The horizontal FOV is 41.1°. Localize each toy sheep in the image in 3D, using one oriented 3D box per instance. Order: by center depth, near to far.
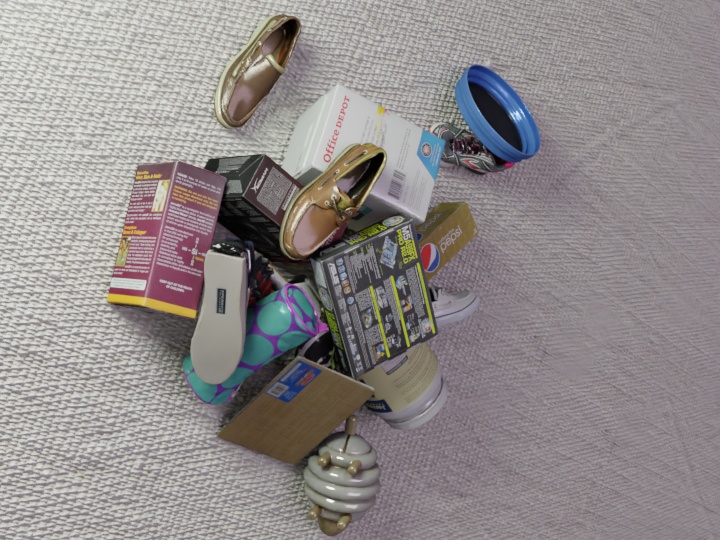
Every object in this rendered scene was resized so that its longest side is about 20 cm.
[{"bbox_3d":[-0.029,0.327,1.526,0.138,0.138,0.201,5,104,-41],"label":"toy sheep"}]

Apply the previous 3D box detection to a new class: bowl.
[{"bbox_3d":[0.249,-0.284,1.755,0.200,0.039,0.201,30,41,-30],"label":"bowl"}]

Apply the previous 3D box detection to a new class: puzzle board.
[{"bbox_3d":[-0.097,0.211,1.443,0.150,0.200,0.017,28,30,-33],"label":"puzzle board"}]

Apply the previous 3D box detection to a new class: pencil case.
[{"bbox_3d":[-0.152,0.106,1.364,0.200,0.085,0.092,-35,111,15],"label":"pencil case"}]

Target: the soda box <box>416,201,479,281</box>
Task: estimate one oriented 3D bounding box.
[{"bbox_3d":[0.120,-0.042,1.690,0.200,0.064,0.068,-42,117,-33],"label":"soda box"}]

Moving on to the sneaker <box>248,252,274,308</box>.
[{"bbox_3d":[-0.169,0.049,1.435,0.201,0.098,0.071,76,31,-44],"label":"sneaker"}]

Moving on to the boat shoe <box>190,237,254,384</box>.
[{"bbox_3d":[-0.179,0.050,1.310,0.093,0.074,0.201,-61,164,-72],"label":"boat shoe"}]

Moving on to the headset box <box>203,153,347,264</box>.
[{"bbox_3d":[-0.129,-0.082,1.411,0.200,0.149,0.077,38,69,-35],"label":"headset box"}]

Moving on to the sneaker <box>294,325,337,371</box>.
[{"bbox_3d":[-0.050,0.168,1.485,0.072,0.083,0.200,-35,144,-33],"label":"sneaker"}]

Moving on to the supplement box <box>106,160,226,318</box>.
[{"bbox_3d":[-0.266,-0.042,1.316,0.085,0.110,0.201,18,80,-40],"label":"supplement box"}]

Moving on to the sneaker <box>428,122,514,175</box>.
[{"bbox_3d":[0.200,-0.225,1.748,0.200,0.075,0.081,6,88,-41],"label":"sneaker"}]

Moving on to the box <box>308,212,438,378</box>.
[{"bbox_3d":[0.023,0.038,1.419,0.160,0.044,0.201,-26,117,-22],"label":"box"}]

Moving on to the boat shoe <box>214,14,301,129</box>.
[{"bbox_3d":[-0.150,-0.303,1.434,0.075,0.075,0.203,36,68,-36],"label":"boat shoe"}]

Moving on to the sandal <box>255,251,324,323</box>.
[{"bbox_3d":[-0.108,0.021,1.480,0.207,0.079,0.059,51,63,-28],"label":"sandal"}]

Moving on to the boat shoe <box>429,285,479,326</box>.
[{"bbox_3d":[0.134,0.060,1.698,0.200,0.073,0.067,-22,109,-38],"label":"boat shoe"}]

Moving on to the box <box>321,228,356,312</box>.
[{"bbox_3d":[0.000,0.000,1.537,0.075,0.050,0.200,35,44,-17],"label":"box"}]

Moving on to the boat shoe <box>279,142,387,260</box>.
[{"bbox_3d":[-0.038,-0.099,1.333,0.072,0.068,0.200,41,76,-29],"label":"boat shoe"}]

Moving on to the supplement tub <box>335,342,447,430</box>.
[{"bbox_3d":[0.045,0.150,1.576,0.145,0.145,0.200,-51,122,-28],"label":"supplement tub"}]

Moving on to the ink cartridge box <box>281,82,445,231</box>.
[{"bbox_3d":[-0.002,-0.161,1.482,0.200,0.146,0.147,25,68,-22],"label":"ink cartridge box"}]
